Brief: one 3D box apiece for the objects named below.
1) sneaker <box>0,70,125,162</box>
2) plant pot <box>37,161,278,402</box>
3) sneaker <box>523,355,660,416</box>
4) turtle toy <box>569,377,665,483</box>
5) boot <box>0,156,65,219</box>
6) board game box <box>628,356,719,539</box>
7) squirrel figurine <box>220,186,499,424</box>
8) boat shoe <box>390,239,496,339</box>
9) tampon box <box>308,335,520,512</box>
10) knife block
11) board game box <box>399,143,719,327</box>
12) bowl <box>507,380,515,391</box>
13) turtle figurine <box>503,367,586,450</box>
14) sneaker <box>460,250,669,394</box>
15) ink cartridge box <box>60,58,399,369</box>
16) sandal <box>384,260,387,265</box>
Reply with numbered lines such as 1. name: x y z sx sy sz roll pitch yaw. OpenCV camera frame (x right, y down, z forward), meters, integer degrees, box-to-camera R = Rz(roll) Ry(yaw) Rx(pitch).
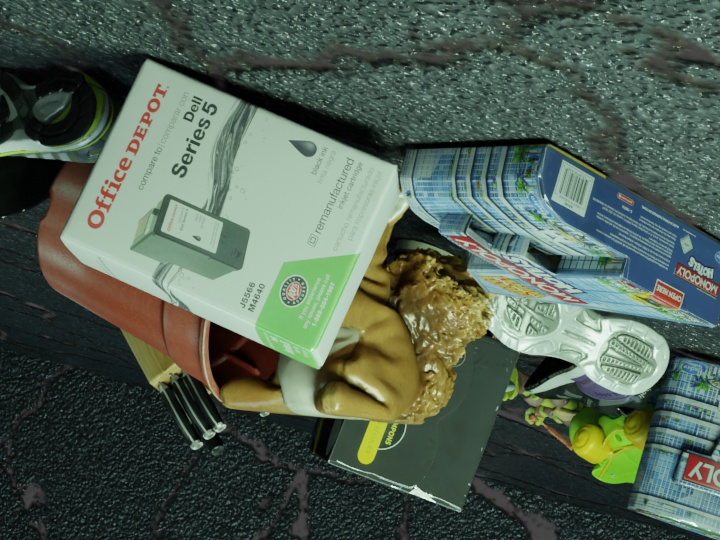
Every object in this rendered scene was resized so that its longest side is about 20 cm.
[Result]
1. sneaker: -0.246 -0.114 1.335 0.081 0.074 0.199 22 172 -42
2. plant pot: -0.147 -0.018 1.377 0.194 0.202 0.201 22 172 24
3. sneaker: 0.225 0.113 1.620 0.088 0.076 0.200 42 167 -3
4. turtle toy: 0.299 0.175 1.776 0.145 0.102 0.200 32 148 -28
5. boot: -0.329 -0.057 1.384 0.080 0.210 0.158 65 172 -16
6. board game box: 0.361 0.203 1.546 0.199 0.201 0.062 17 169 0
7. squirrel figurine: 0.006 0.024 1.313 0.199 0.188 0.141 9 172 -35
8. boat shoe: 0.111 0.034 1.525 0.201 0.063 0.074 21 167 -26
9. tampon box: 0.042 0.118 1.489 0.126 0.151 0.200 21 174 -5
10. knife block: -0.167 0.081 1.489 0.199 0.176 0.064 0 152 30
11. board game box: 0.127 -0.024 1.197 0.199 0.062 0.199 25 166 -34
12. bowl: 0.056 0.082 1.695 0.200 0.091 0.201 -3 179 0
13. turtle figurine: 0.248 0.160 1.927 0.161 0.065 0.200 34 168 -35
14. sneaker: 0.161 0.034 1.408 0.199 0.078 0.099 32 -171 -16
15. ink cartridge box: -0.091 -0.040 1.184 0.199 0.146 0.084 23 171 7
16. sandal: 0.000 0.001 1.501 0.057 0.080 0.201 -7 175 -9
